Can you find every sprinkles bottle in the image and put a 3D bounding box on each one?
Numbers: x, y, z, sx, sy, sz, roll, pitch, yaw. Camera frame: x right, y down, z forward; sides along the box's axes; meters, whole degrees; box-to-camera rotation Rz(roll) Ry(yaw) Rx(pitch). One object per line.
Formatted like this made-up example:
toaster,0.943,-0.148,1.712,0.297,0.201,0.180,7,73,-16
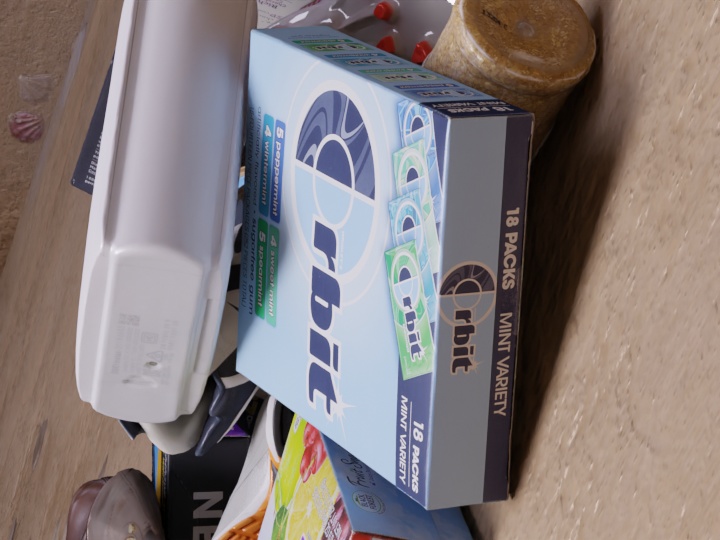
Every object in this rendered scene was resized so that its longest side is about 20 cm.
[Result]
sprinkles bottle,0.042,-0.051,1.186,0.200,0.068,0.068,119,161,-49

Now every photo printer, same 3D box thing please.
photo printer,-0.094,-0.050,1.259,0.166,0.069,0.200,106,170,-58

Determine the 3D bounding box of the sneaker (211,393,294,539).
sneaker,-0.037,0.122,1.370,0.092,0.076,0.200,-94,28,-76

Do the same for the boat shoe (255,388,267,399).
boat shoe,-0.030,-0.023,1.498,0.069,0.072,0.200,-111,27,-65

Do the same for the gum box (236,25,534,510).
gum box,0.005,-0.007,1.139,0.200,0.044,0.170,31,121,58

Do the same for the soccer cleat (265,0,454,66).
soccer cleat,0.019,-0.125,1.313,0.200,0.078,0.069,-16,87,45

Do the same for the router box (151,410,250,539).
router box,-0.095,0.153,1.506,0.149,0.051,0.200,-108,19,-67

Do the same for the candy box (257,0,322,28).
candy box,-0.005,-0.173,1.370,0.200,0.136,0.061,136,148,-66

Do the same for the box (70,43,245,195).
box,-0.091,-0.154,1.698,0.200,0.104,0.182,-65,0,-51

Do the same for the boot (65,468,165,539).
boot,-0.138,0.205,1.448,0.200,0.064,0.187,164,103,-76

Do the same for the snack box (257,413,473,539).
snack box,-0.015,0.180,1.187,0.169,0.068,0.200,-115,39,-70

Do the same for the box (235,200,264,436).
box,-0.079,0.061,1.640,0.158,0.051,0.200,-105,33,-69

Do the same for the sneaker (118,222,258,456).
sneaker,-0.095,0.045,1.387,0.130,0.080,0.199,-47,15,-24

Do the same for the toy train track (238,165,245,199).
toy train track,-0.048,-0.045,1.399,0.115,0.033,0.200,-39,12,-38
